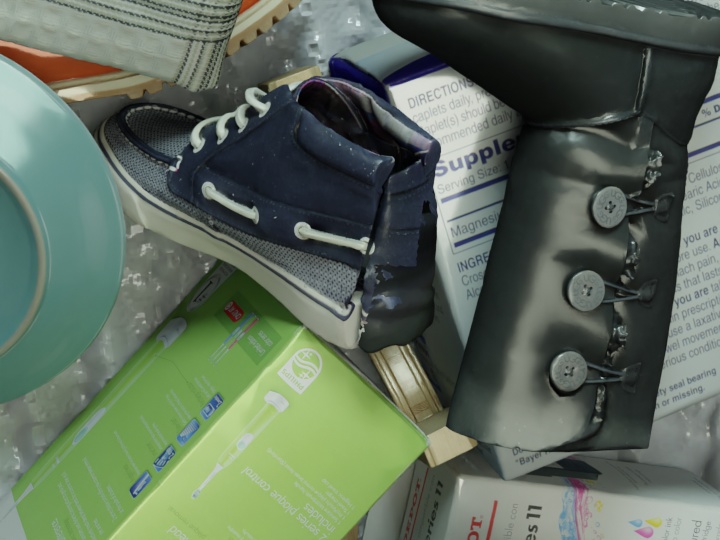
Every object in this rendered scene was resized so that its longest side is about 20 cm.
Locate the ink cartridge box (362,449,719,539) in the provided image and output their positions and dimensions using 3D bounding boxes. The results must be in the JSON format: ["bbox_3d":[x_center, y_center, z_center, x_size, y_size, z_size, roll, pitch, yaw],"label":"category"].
[{"bbox_3d":[0.079,0.152,1.033,0.199,0.067,0.118,8,101,-18],"label":"ink cartridge box"}]

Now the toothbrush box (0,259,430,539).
[{"bbox_3d":[-0.082,0.103,0.934,0.200,0.146,0.086,-46,111,-2],"label":"toothbrush box"}]

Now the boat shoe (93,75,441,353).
[{"bbox_3d":[-0.040,-0.051,0.884,0.074,0.200,0.093,-23,132,-42],"label":"boat shoe"}]

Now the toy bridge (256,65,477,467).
[{"bbox_3d":[0.000,0.000,0.973,0.027,0.067,0.201,-25,100,-10],"label":"toy bridge"}]

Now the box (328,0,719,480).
[{"bbox_3d":[0.107,-0.034,0.978,0.183,0.105,0.201,-21,108,-10],"label":"box"}]

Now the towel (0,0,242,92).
[{"bbox_3d":[-0.129,-0.169,0.806,0.199,0.035,0.193,17,132,-6],"label":"towel"}]

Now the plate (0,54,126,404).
[{"bbox_3d":[-0.202,-0.012,0.895,0.199,0.026,0.201,0,122,1],"label":"plate"}]

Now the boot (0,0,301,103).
[{"bbox_3d":[-0.123,-0.124,0.910,0.199,0.075,0.108,-19,103,-10],"label":"boot"}]

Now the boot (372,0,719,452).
[{"bbox_3d":[0.065,-0.024,0.885,0.164,0.066,0.201,8,106,-15],"label":"boot"}]

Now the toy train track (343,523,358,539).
[{"bbox_3d":[0.028,0.158,0.970,0.199,0.033,0.115,-1,110,-5],"label":"toy train track"}]
